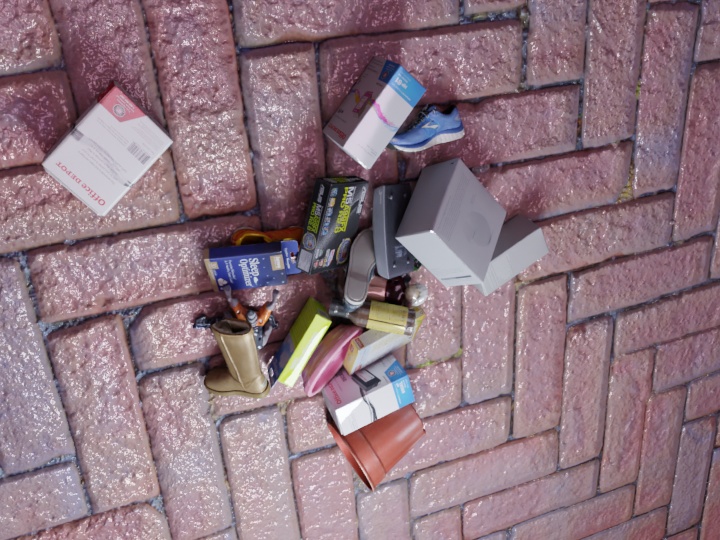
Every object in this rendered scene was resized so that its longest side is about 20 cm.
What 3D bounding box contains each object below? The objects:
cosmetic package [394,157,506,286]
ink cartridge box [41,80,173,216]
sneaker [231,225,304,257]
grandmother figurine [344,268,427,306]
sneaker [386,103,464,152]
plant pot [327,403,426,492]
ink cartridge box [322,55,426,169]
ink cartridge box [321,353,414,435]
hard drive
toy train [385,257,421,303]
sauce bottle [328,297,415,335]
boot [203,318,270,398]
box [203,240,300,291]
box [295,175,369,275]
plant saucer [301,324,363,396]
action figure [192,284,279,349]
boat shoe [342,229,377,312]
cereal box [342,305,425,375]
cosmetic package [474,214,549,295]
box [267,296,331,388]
[{"bbox_3d":[0.207,-0.105,1.608,0.200,0.121,0.203,42,60,-32],"label":"cosmetic package"},{"bbox_3d":[-0.477,-0.230,1.338,0.200,0.083,0.147,-45,120,0],"label":"ink cartridge box"},{"bbox_3d":[-0.182,-0.054,1.541,0.195,0.077,0.075,-4,112,-23],"label":"sneaker"},{"bbox_3d":[0.059,0.049,1.645,0.194,0.061,0.125,5,102,6],"label":"grandmother figurine"},{"bbox_3d":[0.137,-0.319,1.569,0.196,0.078,0.091,-22,112,-22],"label":"sneaker"},{"bbox_3d":[0.048,0.409,1.781,0.193,0.200,0.204,-34,121,-15],"label":"plant pot"},{"bbox_3d":[0.024,-0.329,1.468,0.084,0.145,0.202,32,98,-30],"label":"ink cartridge box"},{"bbox_3d":[0.013,0.293,1.731,0.196,0.145,0.086,-24,118,-12],"label":"ink cartridge box"},{"bbox_3d":[0.075,-0.091,1.598,0.134,0.041,0.206,-15,104,-57],"label":"hard drive"},{"bbox_3d":[0.089,0.021,1.698,0.042,0.056,0.201,38,94,-31],"label":"toy train"},{"bbox_3d":[0.027,0.099,1.606,0.195,0.065,0.066,13,109,0],"label":"sauce bottle"},{"bbox_3d":[-0.289,0.187,1.550,0.171,0.067,0.203,2,132,16],"label":"boot"},{"bbox_3d":[-0.226,-0.009,1.509,0.195,0.033,0.122,-7,145,-3],"label":"box"},{"bbox_3d":[-0.060,-0.101,1.541,0.159,0.044,0.205,-14,123,-58],"label":"box"},{"bbox_3d":[-0.073,0.201,1.656,0.050,0.200,0.202,38,96,11],"label":"plant saucer"},{"bbox_3d":[-0.268,0.123,1.557,0.195,0.106,0.196,-5,134,-16],"label":"action figure"},{"bbox_3d":[0.000,0.000,1.590,0.073,0.204,0.062,16,147,-11],"label":"boat shoe"},{"bbox_3d":[0.055,0.165,1.693,0.197,0.040,0.145,-25,157,-24],"label":"cereal box"},{"bbox_3d":[0.354,-0.042,1.753,0.197,0.107,0.091,-30,120,-6],"label":"cosmetic package"},{"bbox_3d":[-0.142,0.172,1.625,0.047,0.122,0.202,29,99,-18],"label":"box"}]
